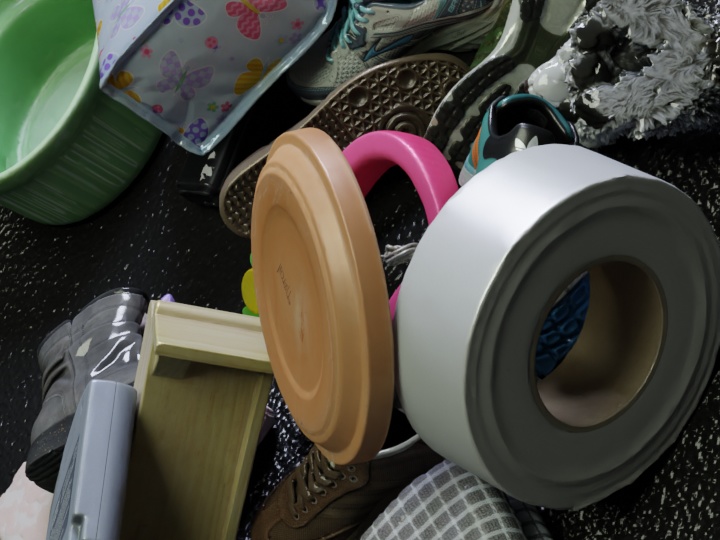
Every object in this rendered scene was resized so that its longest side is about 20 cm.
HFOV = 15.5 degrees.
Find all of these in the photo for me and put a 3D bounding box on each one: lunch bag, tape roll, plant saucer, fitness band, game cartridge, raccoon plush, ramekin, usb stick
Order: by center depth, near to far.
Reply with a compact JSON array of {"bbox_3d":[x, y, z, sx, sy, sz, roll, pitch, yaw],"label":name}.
[{"bbox_3d":[0.116,0.033,1.524,0.071,0.202,0.203,26,85,48],"label":"tape roll"},{"bbox_3d":[-0.028,0.017,1.570,0.200,0.032,0.202,171,90,-73],"label":"plant saucer"},{"bbox_3d":[0.201,-0.108,1.641,0.199,0.134,0.097,17,82,8],"label":"raccoon plush"},{"bbox_3d":[-0.181,0.159,1.737,0.200,0.041,0.134,115,166,-58],"label":"game cartridge"},{"bbox_3d":[0.000,0.000,1.743,0.200,0.037,0.144,-53,45,37],"label":"fitness band"},{"bbox_3d":[-0.097,-0.215,1.883,0.200,0.127,0.170,-42,31,20],"label":"lunch bag"},{"bbox_3d":[-0.083,-0.141,1.955,0.055,0.033,0.201,4,69,53],"label":"usb stick"},{"bbox_3d":[-0.237,-0.134,2.051,0.199,0.098,0.201,-23,52,33],"label":"ramekin"}]

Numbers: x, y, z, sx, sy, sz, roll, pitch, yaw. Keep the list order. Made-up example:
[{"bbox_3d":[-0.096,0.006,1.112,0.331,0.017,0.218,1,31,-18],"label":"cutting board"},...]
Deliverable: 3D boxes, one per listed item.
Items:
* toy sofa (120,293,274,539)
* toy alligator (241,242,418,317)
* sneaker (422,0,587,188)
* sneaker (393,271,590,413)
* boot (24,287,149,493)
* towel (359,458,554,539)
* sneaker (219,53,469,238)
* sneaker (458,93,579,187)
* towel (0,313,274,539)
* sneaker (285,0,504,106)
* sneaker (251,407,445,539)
[{"bbox_3d":[-0.112,0.122,1.721,0.098,0.082,0.201,-104,25,-70],"label":"toy sofa"},{"bbox_3d":[-0.024,-0.012,1.687,0.200,0.059,0.055,-23,79,55],"label":"toy alligator"},{"bbox_3d":[0.104,-0.134,1.759,0.201,0.077,0.089,-56,10,4],"label":"sneaker"},{"bbox_3d":[0.090,0.030,1.616,0.199,0.075,0.087,-29,21,-23],"label":"sneaker"},{"bbox_3d":[-0.157,0.061,1.836,0.199,0.070,0.132,-24,44,26],"label":"boot"},{"bbox_3d":[0.038,0.228,1.567,0.200,0.085,0.166,-46,41,14],"label":"towel"},{"bbox_3d":[-0.011,-0.093,1.825,0.199,0.071,0.076,-28,8,7],"label":"sneaker"},{"bbox_3d":[0.103,-0.071,1.623,0.200,0.071,0.080,-83,10,-75],"label":"sneaker"},{"bbox_3d":[-0.164,0.144,1.859,0.201,0.032,0.191,-56,40,1],"label":"towel"},{"bbox_3d":[0.017,-0.181,1.839,0.199,0.086,0.078,-26,50,32],"label":"sneaker"},{"bbox_3d":[-0.006,0.118,1.674,0.200,0.075,0.071,-35,45,24],"label":"sneaker"}]
